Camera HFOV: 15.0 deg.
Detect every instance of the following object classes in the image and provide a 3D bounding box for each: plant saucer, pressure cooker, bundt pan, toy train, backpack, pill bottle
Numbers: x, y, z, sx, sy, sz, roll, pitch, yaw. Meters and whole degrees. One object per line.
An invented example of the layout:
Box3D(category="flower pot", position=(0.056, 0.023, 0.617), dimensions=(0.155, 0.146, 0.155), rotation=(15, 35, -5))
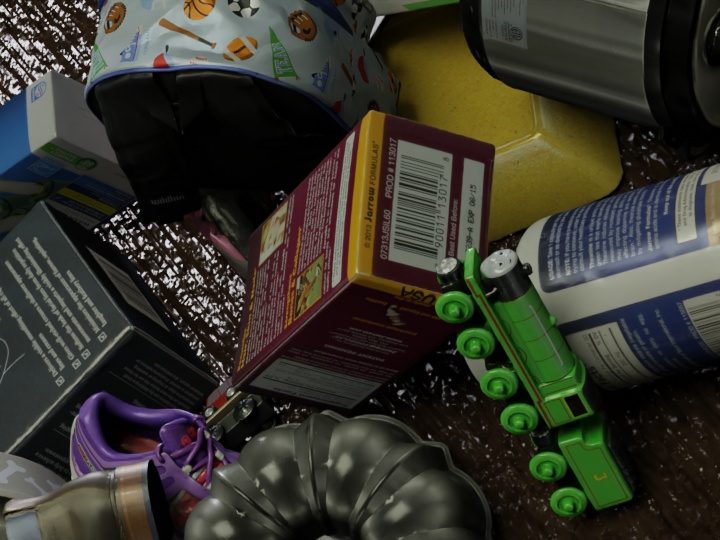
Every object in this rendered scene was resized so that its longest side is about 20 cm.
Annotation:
Box3D(category="plant saucer", position=(0.062, -0.111, 1.784), dimensions=(0.200, 0.048, 0.200), rotation=(-22, 56, 25))
Box3D(category="pressure cooker", position=(0.181, -0.170, 1.640), dimensions=(0.200, 0.176, 0.179), rotation=(18, 75, 30))
Box3D(category="bundt pan", position=(-0.018, 0.175, 1.618), dimensions=(0.201, 0.076, 0.202), rotation=(-3, 75, 10))
Box3D(category="toy train", position=(-0.081, 0.094, 1.788), dimensions=(0.200, 0.034, 0.046), rotation=(-43, 38, 10))
Box3D(category="backpack", position=(-0.077, -0.125, 1.711), dimensions=(0.199, 0.190, 0.155), rotation=(-7, 74, 20))
Box3D(category="toy train", position=(0.103, 0.064, 1.569), dimensions=(0.056, 0.200, 0.042), rotation=(-19, 34, 18))
Box3D(category="pill bottle", position=(0.160, 0.011, 1.607), dimensions=(0.200, 0.111, 0.111), rotation=(-17, 58, 28))

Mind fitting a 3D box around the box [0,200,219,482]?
Box3D(category="box", position=(-0.222, 0.084, 1.844), dimensions=(0.200, 0.107, 0.148), rotation=(-45, 49, 6))

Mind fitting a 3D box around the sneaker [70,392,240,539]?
Box3D(category="sneaker", position=(-0.097, 0.135, 1.708), dimensions=(0.200, 0.084, 0.081), rotation=(19, 46, 17))

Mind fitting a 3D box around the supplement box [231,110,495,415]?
Box3D(category="supplement box", position=(0.000, 0.000, 1.659), dimensions=(0.200, 0.085, 0.111), rotation=(137, 143, -58))

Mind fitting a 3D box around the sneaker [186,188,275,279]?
Box3D(category="sneaker", position=(-0.083, -0.082, 1.863), dimensions=(0.095, 0.079, 0.200), rotation=(-28, 53, 7))

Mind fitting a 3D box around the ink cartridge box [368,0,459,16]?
Box3D(category="ink cartridge box", position=(0.069, -0.263, 1.763), dimensions=(0.200, 0.084, 0.145), rotation=(-50, 23, -22))

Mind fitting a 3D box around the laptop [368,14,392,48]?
Box3D(category="laptop", position=(-0.057, -0.241, 1.862), dimensions=(0.200, 0.116, 0.187), rotation=(4, 54, 44))

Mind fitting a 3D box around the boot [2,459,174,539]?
Box3D(category="boot", position=(-0.156, 0.219, 1.688), dimensions=(0.097, 0.075, 0.201), rotation=(-9, 99, 5))

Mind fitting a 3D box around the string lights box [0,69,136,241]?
Box3D(category="string lights box", position=(-0.244, -0.055, 1.914), dimensions=(0.200, 0.103, 0.059), rotation=(-32, 52, 33))

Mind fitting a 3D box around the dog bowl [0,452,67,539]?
Box3D(category="dog bowl", position=(-0.255, 0.197, 1.755), dimensions=(0.200, 0.200, 0.059), rotation=(-34, 37, 16))
